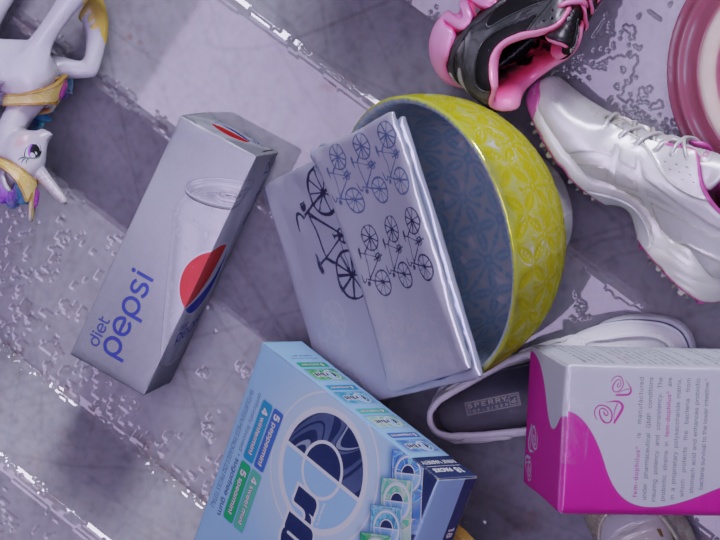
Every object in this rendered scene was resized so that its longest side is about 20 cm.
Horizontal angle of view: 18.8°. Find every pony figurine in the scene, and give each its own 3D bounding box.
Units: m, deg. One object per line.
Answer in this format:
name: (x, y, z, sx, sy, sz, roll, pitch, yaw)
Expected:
pony figurine: (-0.281, -0.153, 1.600, 0.192, 0.167, 0.201, 17, 83, 4)

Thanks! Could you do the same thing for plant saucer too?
plant saucer: (0.309, -0.137, 1.497, 0.199, 0.051, 0.202, 1, 96, 13)

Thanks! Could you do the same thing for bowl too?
bowl: (0.083, -0.033, 1.520, 0.200, 0.107, 0.202, 27, 125, 47)

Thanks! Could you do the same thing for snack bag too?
snack bag: (0.000, 0.000, 1.537, 0.200, 0.021, 0.190, -19, 88, 56)

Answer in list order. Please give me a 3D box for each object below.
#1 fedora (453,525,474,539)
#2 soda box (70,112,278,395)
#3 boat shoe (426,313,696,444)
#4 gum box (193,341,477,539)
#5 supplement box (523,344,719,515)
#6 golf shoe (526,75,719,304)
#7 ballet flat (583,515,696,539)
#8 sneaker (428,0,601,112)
fedora: (0.051, 0.267, 1.564, 0.200, 0.081, 0.202, -2, 86, 44)
soda box: (-0.137, -0.013, 1.608, 0.068, 0.063, 0.201, 28, 101, 9)
boat shoe: (0.142, 0.085, 1.549, 0.199, 0.065, 0.074, -22, 89, 14)
gum box: (-0.023, 0.171, 1.549, 0.200, 0.044, 0.171, 35, 113, 39)
supplement box: (0.219, 0.108, 1.480, 0.198, 0.103, 0.102, 2, 96, -12)
golf shoe: (0.203, -0.073, 1.508, 0.200, 0.075, 0.092, 44, 122, 0)
ballet flat: (0.218, 0.222, 1.545, 0.067, 0.062, 0.201, -32, 87, 14)
sneaker: (0.140, -0.186, 1.497, 0.200, 0.096, 0.079, -46, 126, 10)
